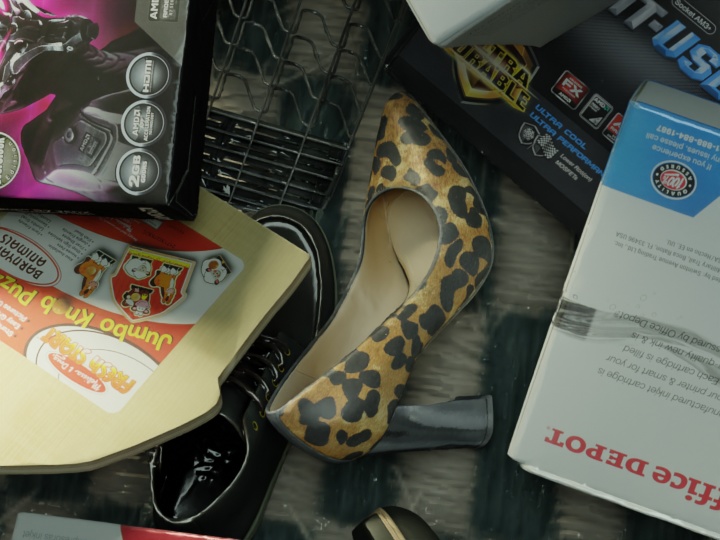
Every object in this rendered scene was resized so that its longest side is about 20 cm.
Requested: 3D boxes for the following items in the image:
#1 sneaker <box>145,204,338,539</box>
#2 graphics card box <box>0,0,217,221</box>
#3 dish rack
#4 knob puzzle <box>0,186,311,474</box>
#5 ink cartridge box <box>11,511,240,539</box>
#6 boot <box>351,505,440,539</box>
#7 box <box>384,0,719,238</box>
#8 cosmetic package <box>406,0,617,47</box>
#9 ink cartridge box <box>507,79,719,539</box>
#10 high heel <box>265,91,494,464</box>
[{"bbox_3d":[-0.058,0.051,1.426,0.075,0.106,0.200,13,76,4],"label":"sneaker"},{"bbox_3d":[-0.177,-0.092,1.402,0.200,0.051,0.126,4,81,14],"label":"graphics card box"},{"bbox_3d":[-0.054,-0.128,1.459,0.153,0.055,0.200,16,117,-10],"label":"dish rack"},{"bbox_3d":[-0.151,0.029,1.400,0.220,0.030,0.220,-2,59,4],"label":"knob puzzle"},{"bbox_3d":[-0.118,0.233,1.363,0.146,0.083,0.200,4,73,31],"label":"ink cartridge box"},{"bbox_3d":[0.103,0.175,1.416,0.138,0.077,0.200,-38,91,-13],"label":"boot"},{"bbox_3d":[0.147,-0.124,1.461,0.200,0.050,0.199,42,107,11],"label":"box"},{"bbox_3d":[0.115,-0.209,1.333,0.199,0.200,0.123,-31,86,17],"label":"cosmetic package"},{"bbox_3d":[0.177,0.022,1.402,0.145,0.084,0.200,20,105,5],"label":"ink cartridge box"},{"bbox_3d":[0.000,0.000,1.426,0.143,0.071,0.200,0,77,-42],"label":"high heel"}]
